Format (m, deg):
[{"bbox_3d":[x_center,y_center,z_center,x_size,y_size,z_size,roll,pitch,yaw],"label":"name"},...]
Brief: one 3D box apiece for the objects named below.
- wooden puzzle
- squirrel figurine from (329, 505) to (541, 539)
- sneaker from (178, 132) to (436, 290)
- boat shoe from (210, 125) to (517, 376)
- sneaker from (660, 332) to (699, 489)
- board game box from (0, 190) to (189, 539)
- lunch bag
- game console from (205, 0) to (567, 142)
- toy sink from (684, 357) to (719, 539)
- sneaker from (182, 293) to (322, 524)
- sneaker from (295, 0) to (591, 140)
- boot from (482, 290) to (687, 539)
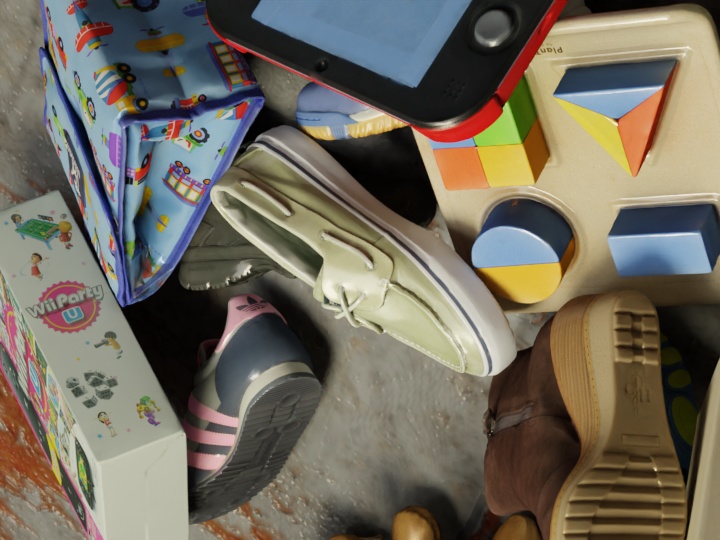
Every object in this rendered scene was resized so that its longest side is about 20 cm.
[{"bbox_3d":[0.117,-0.046,1.353,0.184,0.046,0.201,-3,129,28],"label":"wooden puzzle"},{"bbox_3d":[0.024,0.250,1.600,0.186,0.141,0.201,-7,108,48],"label":"squirrel figurine"},{"bbox_3d":[-0.043,-0.042,1.532,0.199,0.076,0.091,-8,99,38],"label":"sneaker"},{"bbox_3d":[0.000,0.000,1.425,0.200,0.062,0.072,39,154,23],"label":"boat shoe"},{"bbox_3d":[0.159,0.123,1.411,0.083,0.070,0.201,120,146,-47],"label":"sneaker"},{"bbox_3d":[-0.178,0.073,1.636,0.201,0.064,0.148,59,160,30],"label":"board game box"},{"bbox_3d":[-0.143,-0.089,1.557,0.151,0.093,0.201,62,152,30],"label":"lunch bag"},{"bbox_3d":[0.026,-0.169,1.332,0.199,0.178,0.031,27,174,35],"label":"game console"},{"bbox_3d":[0.236,0.108,1.314,0.129,0.201,0.112,11,154,3],"label":"toy sink"},{"bbox_3d":[-0.085,0.092,1.658,0.200,0.070,0.082,-54,53,46],"label":"sneaker"},{"bbox_3d":[0.041,-0.131,1.416,0.199,0.075,0.089,-16,96,35],"label":"sneaker"},{"bbox_3d":[0.111,0.117,1.365,0.072,0.202,0.166,13,160,-16],"label":"boot"}]
